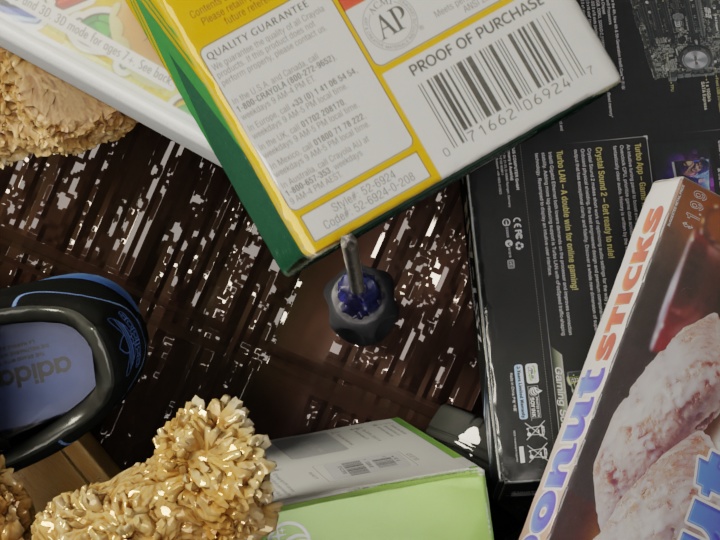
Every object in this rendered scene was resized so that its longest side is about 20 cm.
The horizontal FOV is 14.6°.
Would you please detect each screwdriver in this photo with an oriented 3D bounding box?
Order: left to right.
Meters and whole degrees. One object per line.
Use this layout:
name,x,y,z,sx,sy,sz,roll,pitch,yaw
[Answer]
screwdriver,0.000,0.000,0.953,0.028,0.200,0.029,17,78,4

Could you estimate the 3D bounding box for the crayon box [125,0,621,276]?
crayon box,-0.018,-0.116,0.942,0.126,0.052,0.200,-30,89,-13

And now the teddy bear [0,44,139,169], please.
teddy bear,-0.126,-0.137,1.009,0.145,0.067,0.200,-37,90,-9

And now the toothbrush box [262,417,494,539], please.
toothbrush box,0.004,0.163,0.988,0.086,0.146,0.200,-9,94,-9

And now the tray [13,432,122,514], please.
tray,-0.160,0.066,1.033,0.099,0.037,0.200,-39,94,1

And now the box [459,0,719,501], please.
box,0.116,-0.025,1.001,0.160,0.044,0.200,-6,77,-2

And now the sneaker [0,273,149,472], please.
sneaker,-0.170,0.051,0.975,0.200,0.078,0.070,-23,96,0

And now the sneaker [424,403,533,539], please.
sneaker,0.089,0.142,1.036,0.200,0.060,0.104,33,89,-8

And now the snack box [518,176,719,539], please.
snack box,0.097,0.074,0.931,0.072,0.024,0.200,26,77,-20

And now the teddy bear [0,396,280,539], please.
teddy bear,-0.094,0.121,0.891,0.200,0.067,0.145,-13,89,28

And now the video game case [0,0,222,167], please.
video game case,-0.054,-0.142,0.976,0.200,0.023,0.182,28,78,-5
